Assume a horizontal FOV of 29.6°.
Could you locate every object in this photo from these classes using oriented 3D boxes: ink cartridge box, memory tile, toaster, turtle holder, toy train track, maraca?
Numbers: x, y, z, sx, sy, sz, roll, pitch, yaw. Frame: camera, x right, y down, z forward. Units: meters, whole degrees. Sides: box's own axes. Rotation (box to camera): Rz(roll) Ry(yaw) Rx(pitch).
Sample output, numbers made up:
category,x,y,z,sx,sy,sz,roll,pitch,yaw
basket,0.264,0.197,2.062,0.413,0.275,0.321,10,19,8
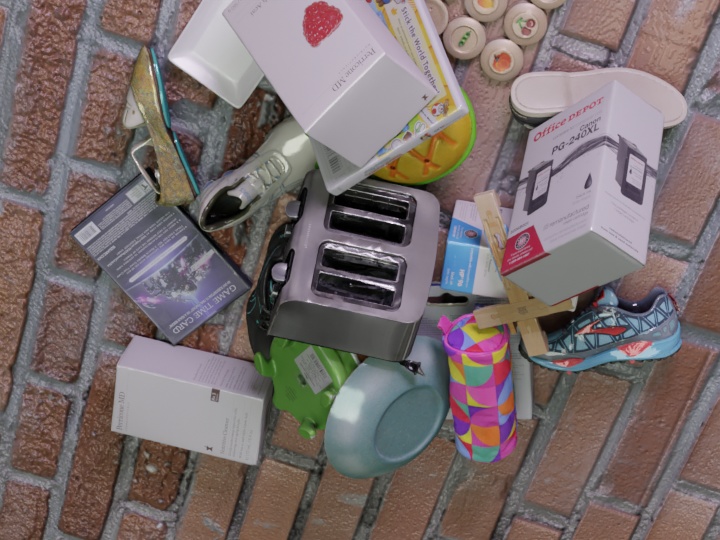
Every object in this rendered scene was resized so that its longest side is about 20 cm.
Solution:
category,x,y,z,sx,sy,sz,roll,pitch,yaw
ink cartridge box,0.116,0.094,1.709,0.198,0.041,0.201,-1,117,10
memory tile,0.153,-0.319,1.510,0.153,0.017,0.201,30,118,-6
toaster,0.000,0.000,1.566,0.198,0.182,0.119,12,153,-2
turtle holder,-0.039,0.129,1.685,0.141,0.131,0.186,38,138,30
ink cartridge box,0.200,-0.015,1.597,0.198,0.116,0.068,10,119,5
toy train track,0.172,0.000,1.529,0.114,0.033,0.201,-13,110,24
maraca,0.035,-0.158,1.560,0.199,0.107,0.138,-11,108,16
ink cartridge box,0.238,-0.082,1.457,0.083,0.201,0.145,30,146,-24

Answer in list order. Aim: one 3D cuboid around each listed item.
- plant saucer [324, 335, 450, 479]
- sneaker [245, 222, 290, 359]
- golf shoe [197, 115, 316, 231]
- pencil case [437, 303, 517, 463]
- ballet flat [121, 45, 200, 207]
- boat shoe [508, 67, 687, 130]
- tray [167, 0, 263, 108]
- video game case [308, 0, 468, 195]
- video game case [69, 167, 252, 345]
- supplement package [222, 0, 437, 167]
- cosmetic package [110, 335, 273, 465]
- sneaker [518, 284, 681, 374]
category,x,y,z,sx,sy,sz,roll,pitch,yaw
plant saucer,0.048,0.175,1.644,0.039,0.200,0.202,37,128,41
sneaker,-0.108,0.039,1.700,0.075,0.079,0.201,13,119,3
golf shoe,-0.113,-0.107,1.618,0.200,0.097,0.078,-38,103,22
pencil case,0.143,0.138,1.634,0.088,0.089,0.201,-2,129,10
ballet flat,-0.248,-0.165,1.624,0.070,0.071,0.201,-8,118,13
boat shoe,0.267,-0.185,1.547,0.198,0.073,0.063,4,160,2
tray,-0.129,-0.293,1.569,0.107,0.022,0.200,34,117,-9
video game case,0.011,-0.211,1.511,0.181,0.201,0.023,-30,152,22
video game case,-0.253,-0.015,1.731,0.143,0.019,0.200,-35,107,23
supplement package,-0.034,-0.233,1.459,0.121,0.200,0.120,-43,148,13
cosmetic package,-0.218,0.169,1.781,0.198,0.081,0.114,10,120,3
sneaker,0.285,0.062,1.647,0.198,0.079,0.096,-9,109,-4
